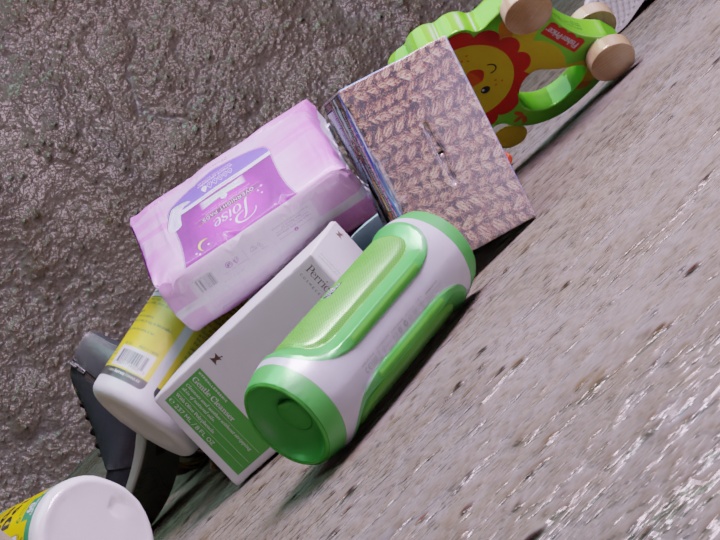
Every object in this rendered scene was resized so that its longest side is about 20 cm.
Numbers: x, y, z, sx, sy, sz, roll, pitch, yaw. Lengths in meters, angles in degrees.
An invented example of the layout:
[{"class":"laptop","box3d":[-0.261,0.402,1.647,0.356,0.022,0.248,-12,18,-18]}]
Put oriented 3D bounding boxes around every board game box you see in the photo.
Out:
[{"class":"board game box","box3d":[0.052,-0.094,1.352,0.096,0.161,0.200,-28,5,-3]}]

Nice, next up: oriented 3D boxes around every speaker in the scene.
[{"class":"speaker","box3d":[0.003,0.045,1.152,0.200,0.088,0.088,-48,7,-37]}]

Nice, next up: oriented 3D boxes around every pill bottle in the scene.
[{"class":"pill bottle","box3d":[-0.147,0.058,1.482,0.201,0.112,0.112,-58,9,-17]},{"class":"pill bottle","box3d":[-0.270,0.251,1.384,0.199,0.113,0.113,-29,15,48]}]

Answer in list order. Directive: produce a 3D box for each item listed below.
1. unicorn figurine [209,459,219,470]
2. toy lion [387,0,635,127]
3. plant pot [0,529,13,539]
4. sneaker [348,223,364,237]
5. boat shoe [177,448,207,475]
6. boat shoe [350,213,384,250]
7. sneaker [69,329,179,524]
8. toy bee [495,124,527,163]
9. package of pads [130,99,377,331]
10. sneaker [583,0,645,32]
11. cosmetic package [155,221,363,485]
[{"class":"unicorn figurine","box3d":[-0.114,0.124,1.569,0.198,0.074,0.138,-18,22,32]},{"class":"toy lion","box3d":[0.128,-0.188,1.508,0.192,0.199,0.069,-45,47,27]},{"class":"plant pot","box3d":[-0.300,0.268,1.201,0.200,0.184,0.200,-44,5,5]},{"class":"sneaker","box3d":[-0.035,-0.014,1.567,0.200,0.081,0.088,-42,-38,17]},{"class":"boat shoe","box3d":[-0.180,0.181,1.696,0.200,0.071,0.073,-170,97,-71]},{"class":"boat shoe","box3d":[0.015,-0.001,1.510,0.199,0.074,0.065,-31,-18,16]},{"class":"sneaker","box3d":[-0.237,0.160,1.592,0.075,0.105,0.202,-15,-58,-58]},{"class":"toy bee","box3d":[0.116,-0.121,1.617,0.130,0.108,0.202,-18,45,45]},{"class":"package of pads","box3d":[-0.093,-0.047,1.397,0.199,0.076,0.121,-33,41,3]},{"class":"sneaker","box3d":[0.331,-0.361,1.855,0.200,0.075,0.105,-47,9,24]},{"class":"cosmetic package","box3d":[-0.062,0.069,1.346,0.200,0.108,0.085,-43,5,25]}]
